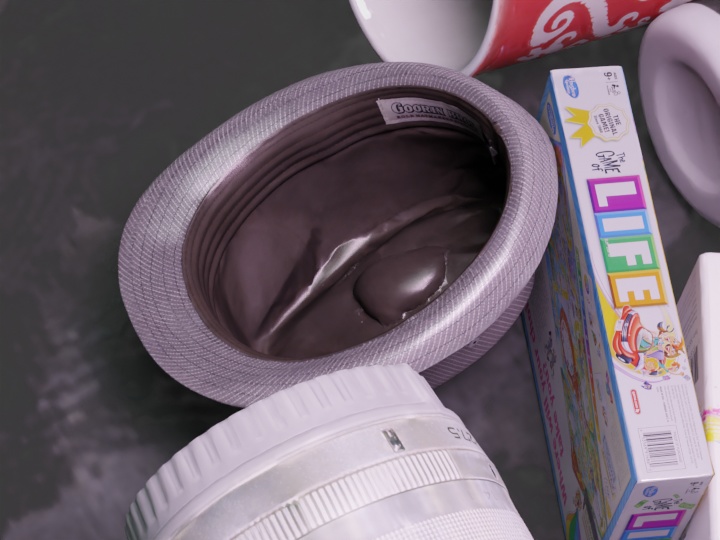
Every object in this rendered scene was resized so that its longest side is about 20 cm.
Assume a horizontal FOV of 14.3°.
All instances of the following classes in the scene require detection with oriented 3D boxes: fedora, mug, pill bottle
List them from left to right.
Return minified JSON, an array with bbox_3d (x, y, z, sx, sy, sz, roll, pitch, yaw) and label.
[{"bbox_3d":[0.000,0.000,1.289,0.200,0.090,0.177,-34,52,-5],"label":"fedora"},{"bbox_3d":[0.095,-0.184,1.384,0.199,0.134,0.178,-14,50,-31],"label":"mug"},{"bbox_3d":[0.243,-0.102,1.379,0.199,0.113,0.113,-22,67,-18],"label":"pill bottle"}]

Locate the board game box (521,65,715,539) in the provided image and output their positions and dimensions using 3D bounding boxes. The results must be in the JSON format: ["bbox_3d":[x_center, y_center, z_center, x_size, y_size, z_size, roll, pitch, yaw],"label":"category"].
[{"bbox_3d":[0.106,0.030,1.276,0.034,0.135,0.201,-4,63,-10],"label":"board game box"}]

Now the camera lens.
[{"bbox_3d":[0.008,0.161,1.177,0.160,0.160,0.200,-21,66,-18],"label":"camera lens"}]

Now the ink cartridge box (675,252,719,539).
[{"bbox_3d":[0.171,0.107,1.253,0.068,0.115,0.201,4,62,-5],"label":"ink cartridge box"}]
